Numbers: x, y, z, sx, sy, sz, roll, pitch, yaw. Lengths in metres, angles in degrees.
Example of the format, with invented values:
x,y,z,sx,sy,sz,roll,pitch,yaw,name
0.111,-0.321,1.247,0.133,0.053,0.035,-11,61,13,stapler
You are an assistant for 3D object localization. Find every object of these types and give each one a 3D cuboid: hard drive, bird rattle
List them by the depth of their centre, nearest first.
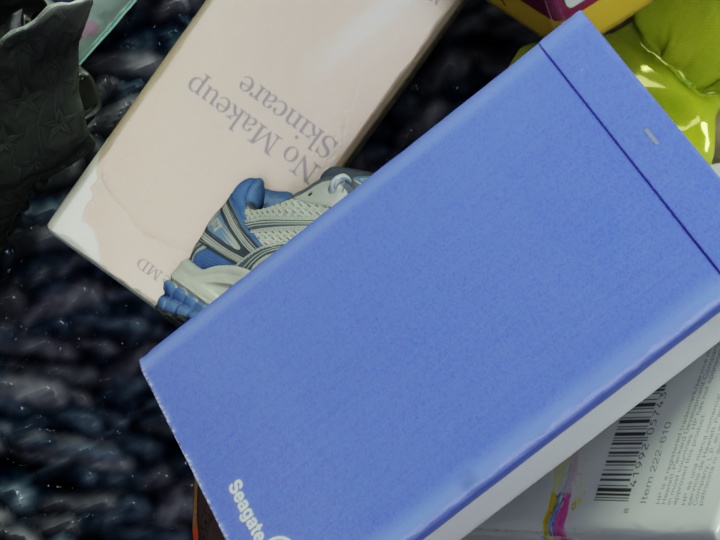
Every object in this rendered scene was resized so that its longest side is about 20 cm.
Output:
x,y,z,sx,sy,sz,roll,pitch,yaw,name
0.029,0.018,0.695,0.200,0.025,0.132,-38,50,7,hard drive
0.136,-0.077,0.876,0.113,0.200,0.163,-48,52,7,bird rattle

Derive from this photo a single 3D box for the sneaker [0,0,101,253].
x,y,z,sx,sy,sz,roll,pitch,yaw,name
-0.150,-0.048,0.871,0.104,0.200,0.060,-28,64,-11,sneaker

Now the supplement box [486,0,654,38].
x,y,z,sx,sy,sz,roll,pitch,yaw,name
0.072,-0.201,0.735,0.131,0.103,0.200,-32,128,-11,supplement box

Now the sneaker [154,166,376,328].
x,y,z,sx,sy,sz,roll,pitch,yaw,name
0.000,0.000,0.797,0.077,0.200,0.085,34,76,-42,sneaker

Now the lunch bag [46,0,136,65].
x,y,z,sx,sy,sz,roll,pitch,yaw,name
-0.175,-0.173,0.895,0.200,0.122,0.170,39,89,-16,lunch bag

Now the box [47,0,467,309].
x,y,z,sx,sy,sz,roll,pitch,yaw,name
-0.041,-0.073,0.912,0.095,0.078,0.200,34,92,-1,box

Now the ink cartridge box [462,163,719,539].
x,y,z,sx,sy,sz,roll,pitch,yaw,name
0.119,0.045,0.748,0.085,0.200,0.145,29,73,-23,ink cartridge box

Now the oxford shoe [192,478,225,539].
x,y,z,sx,sy,sz,roll,pitch,yaw,name
-0.033,0.160,0.920,0.071,0.073,0.201,-13,91,2,oxford shoe
